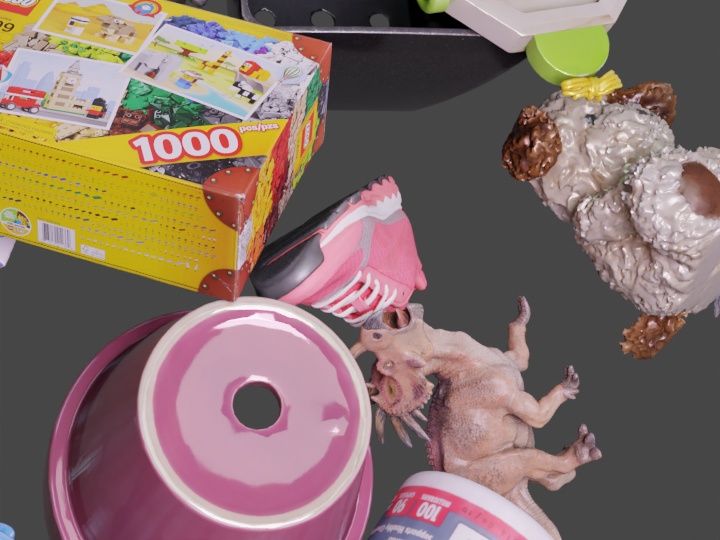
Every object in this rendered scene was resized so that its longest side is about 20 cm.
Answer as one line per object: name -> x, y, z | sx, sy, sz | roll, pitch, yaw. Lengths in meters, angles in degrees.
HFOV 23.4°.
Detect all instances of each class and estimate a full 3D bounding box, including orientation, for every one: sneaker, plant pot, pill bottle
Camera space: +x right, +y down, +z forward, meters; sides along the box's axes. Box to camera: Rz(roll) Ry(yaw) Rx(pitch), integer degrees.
sneaker -> 0.000, 0.000, 1.062 | 0.087, 0.073, 0.200 | 58, 22, -2
plant pot -> -0.006, -0.201, 1.124 | 0.198, 0.178, 0.202 | -1, 70, -17
plant pot -> -0.077, 0.104, 0.987 | 0.198, 0.179, 0.202 | 5, 69, -13
pill bottle -> 0.027, 0.229, 1.001 | 0.119, 0.120, 0.201 | 35, 64, -1

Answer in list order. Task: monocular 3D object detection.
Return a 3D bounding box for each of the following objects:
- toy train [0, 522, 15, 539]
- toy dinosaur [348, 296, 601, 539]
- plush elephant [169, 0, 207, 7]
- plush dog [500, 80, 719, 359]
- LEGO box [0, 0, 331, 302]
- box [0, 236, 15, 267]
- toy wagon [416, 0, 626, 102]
toy train -> -0.172, 0.212, 0.953 | 0.199, 0.114, 0.087 | 28, 61, -5
toy dinosaur -> 0.068, 0.101, 1.084 | 0.134, 0.086, 0.202 | -19, 99, -10
plush elephant -> -0.158, -0.223, 1.095 | 0.198, 0.165, 0.156 | -27, 97, -2
plush dog -> 0.180, -0.053, 1.163 | 0.199, 0.161, 0.172 | -14, 57, -49
LEGO box -> -0.133, -0.081, 0.964 | 0.198, 0.078, 0.150 | 15, 43, 9
box -> -0.238, -0.088, 1.029 | 0.119, 0.041, 0.201 | 45, 38, -30
toy wagon -> 0.102, -0.187, 1.031 | 0.153, 0.040, 0.202 | -11, 74, -19
